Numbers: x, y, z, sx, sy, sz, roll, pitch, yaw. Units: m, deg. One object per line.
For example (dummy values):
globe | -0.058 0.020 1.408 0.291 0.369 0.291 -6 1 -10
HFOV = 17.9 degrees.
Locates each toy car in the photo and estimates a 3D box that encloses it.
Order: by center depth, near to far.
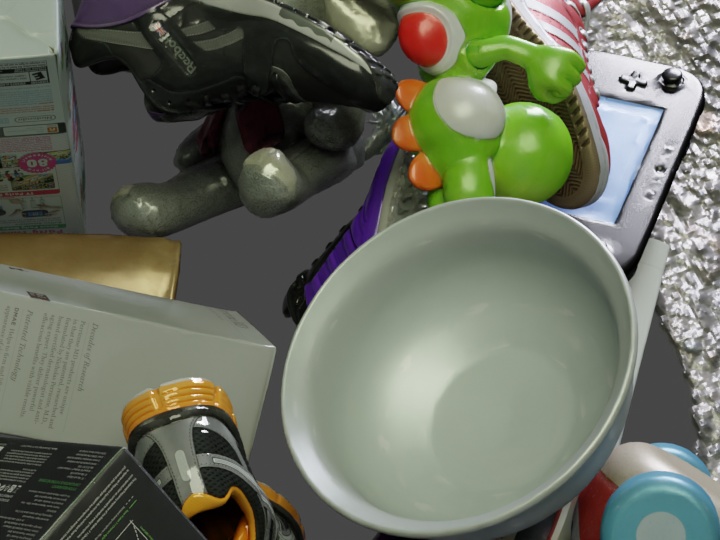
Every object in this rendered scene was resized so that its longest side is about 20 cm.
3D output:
toy car | 0.164 0.214 1.229 0.177 0.184 0.200 32 95 6

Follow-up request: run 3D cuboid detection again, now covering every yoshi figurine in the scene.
yoshi figurine | 0.076 -0.119 1.325 0.112 0.112 0.200 -3 77 9

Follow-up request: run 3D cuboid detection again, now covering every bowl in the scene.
bowl | 0.065 0.068 1.232 0.201 0.090 0.201 -13 56 20

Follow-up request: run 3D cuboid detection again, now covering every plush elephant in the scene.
plush elephant | -0.056 -0.124 1.383 0.200 0.165 0.155 -25 101 -34

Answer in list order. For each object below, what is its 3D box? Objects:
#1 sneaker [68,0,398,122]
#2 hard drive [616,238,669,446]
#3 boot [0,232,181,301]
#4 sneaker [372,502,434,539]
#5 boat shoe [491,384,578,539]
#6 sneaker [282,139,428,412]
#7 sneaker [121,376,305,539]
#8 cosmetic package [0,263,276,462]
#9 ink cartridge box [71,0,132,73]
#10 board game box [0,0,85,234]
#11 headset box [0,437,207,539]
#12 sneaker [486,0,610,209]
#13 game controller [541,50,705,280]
sneaker | -0.074 -0.113 1.284 0.200 0.076 0.088 25 89 25
hard drive | 0.100 0.056 1.371 0.132 0.027 0.200 15 61 6
boot | -0.214 0.049 1.340 0.200 0.066 0.175 9 75 -5
sneaker | -0.018 0.214 1.243 0.074 0.088 0.200 26 63 12
boat shoe | 0.094 0.136 1.275 0.063 0.071 0.200 5 69 20
sneaker | 0.000 0.000 1.358 0.099 0.070 0.200 -6 59 41
sneaker | -0.076 0.144 1.219 0.078 0.200 0.077 -23 48 2
cosmetic package | -0.158 0.050 1.265 0.200 0.113 0.081 10 97 -19
ink cartridge box | -0.133 -0.257 1.405 0.047 0.200 0.198 11 34 -20
board game box | -0.241 -0.090 1.338 0.147 0.200 0.064 -3 61 -4
headset box | -0.127 0.187 1.170 0.093 0.174 0.200 -49 114 -24
sneaker | 0.121 -0.126 1.406 0.112 0.071 0.200 -3 59 -47
game controller | 0.142 -0.065 1.409 0.104 0.042 0.200 20 48 10
